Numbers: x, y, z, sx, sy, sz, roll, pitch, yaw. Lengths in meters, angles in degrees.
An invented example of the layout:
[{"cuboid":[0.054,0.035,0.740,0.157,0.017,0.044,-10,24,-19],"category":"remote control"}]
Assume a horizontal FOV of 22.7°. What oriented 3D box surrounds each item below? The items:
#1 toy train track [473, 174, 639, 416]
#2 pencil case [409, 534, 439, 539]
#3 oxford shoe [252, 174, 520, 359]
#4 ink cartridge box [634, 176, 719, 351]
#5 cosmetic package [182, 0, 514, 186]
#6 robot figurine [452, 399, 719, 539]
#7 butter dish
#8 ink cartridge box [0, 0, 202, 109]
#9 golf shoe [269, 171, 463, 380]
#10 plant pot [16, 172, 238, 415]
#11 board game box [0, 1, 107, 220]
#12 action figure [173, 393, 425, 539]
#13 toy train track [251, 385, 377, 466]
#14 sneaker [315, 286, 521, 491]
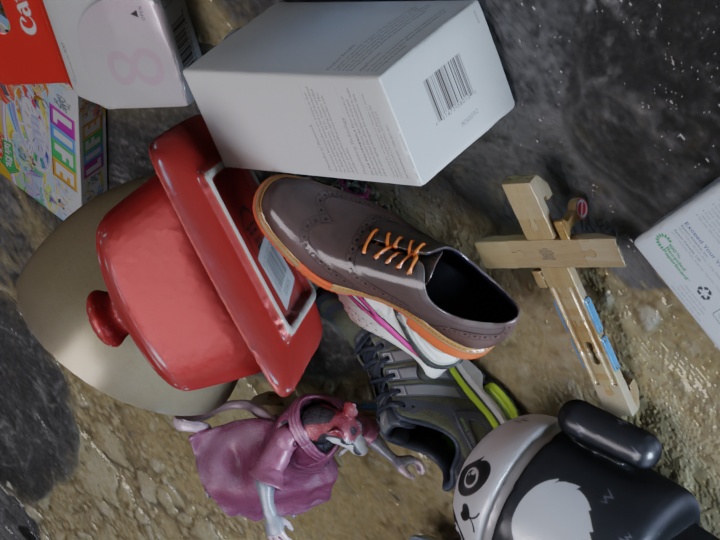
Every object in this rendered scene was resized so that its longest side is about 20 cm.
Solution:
[{"cuboid":[0.149,0.013,1.216,0.114,0.033,0.201,0,128,41],"category":"toy train track"},{"cuboid":[0.108,0.266,1.452,0.199,0.083,0.091,-2,122,51],"category":"pencil case"},{"cuboid":[0.022,-0.013,1.217,0.199,0.071,0.073,28,158,-10],"category":"oxford shoe"},{"cuboid":[0.283,0.014,1.044,0.200,0.041,0.200,52,146,0],"category":"ink cartridge box"},{"cuboid":[-0.011,-0.124,1.202,0.199,0.108,0.085,8,130,48],"category":"cosmetic package"},{"cuboid":[0.159,0.185,1.274,0.199,0.151,0.125,29,169,29],"category":"robot figurine"},{"cuboid":[-0.131,0.008,1.300,0.147,0.200,0.200,-27,98,11],"category":"butter dish"},{"cuboid":[-0.229,-0.204,1.382,0.199,0.057,0.163,-2,124,21],"category":"ink cartridge box"},{"cuboid":[0.000,0.000,1.321,0.200,0.073,0.092,43,129,14],"category":"golf shoe"},{"cuboid":[-0.160,0.000,1.448,0.200,0.200,0.135,40,116,16],"category":"plant pot"},{"cuboid":[-0.280,-0.142,1.567,0.134,0.034,0.201,35,143,23],"category":"board game box"},{"cuboid":[-0.046,0.134,1.439,0.150,0.133,0.200,63,148,13],"category":"action figure"},{"cuboid":[-0.011,0.112,1.486,0.199,0.033,0.115,-1,129,43],"category":"toy train track"},{"cuboid":[0.035,0.083,1.366,0.200,0.081,0.074,42,145,13],"category":"sneaker"}]
